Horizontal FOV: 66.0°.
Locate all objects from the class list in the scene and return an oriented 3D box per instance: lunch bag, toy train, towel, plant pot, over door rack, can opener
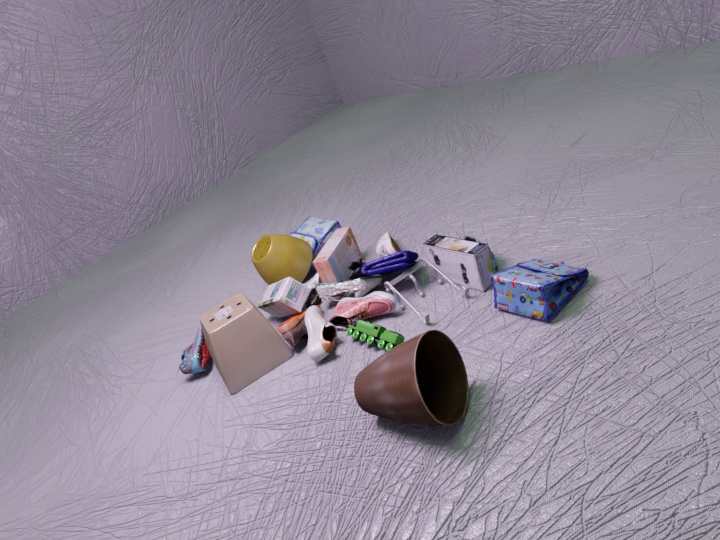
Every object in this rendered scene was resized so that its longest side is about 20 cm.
[{"bbox_3d":[-0.170,-0.090,1.974,0.170,0.128,0.200,16,59,48],"label":"lunch bag"},{"bbox_3d":[0.440,0.028,1.340,0.199,0.095,0.150,-26,23,-32],"label":"lunch bag"},{"bbox_3d":[0.035,0.165,1.417,0.200,0.042,0.057,14,80,50],"label":"toy train"},{"bbox_3d":[0.091,-0.015,1.619,0.147,0.050,0.200,-20,-5,14],"label":"towel"},{"bbox_3d":[0.089,0.237,1.146,0.199,0.187,0.187,-21,23,37],"label":"plant pot"},{"bbox_3d":[-0.280,-0.044,1.853,0.199,0.142,0.201,-24,50,32],"label":"plant pot"},{"bbox_3d":[-0.335,0.183,1.543,0.199,0.178,0.200,-31,28,-16],"label":"plant pot"},{"bbox_3d":[0.177,0.058,1.500,0.147,0.067,0.200,-33,40,-15],"label":"over door rack"},{"bbox_3d":[0.000,0.000,1.669,0.079,0.063,0.200,-62,-5,0],"label":"can opener"}]

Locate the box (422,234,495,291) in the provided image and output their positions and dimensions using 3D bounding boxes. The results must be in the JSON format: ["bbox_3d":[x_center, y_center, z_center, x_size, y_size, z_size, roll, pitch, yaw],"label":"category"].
[{"bbox_3d":[0.268,-0.023,1.512,0.060,0.117,0.200,-34,27,-25],"label":"box"}]

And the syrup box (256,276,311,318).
[{"bbox_3d":[-0.230,0.083,1.652,0.200,0.081,0.079,-20,43,61],"label":"syrup box"}]

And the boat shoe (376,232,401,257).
[{"bbox_3d":[0.086,-0.068,1.785,0.069,0.071,0.200,-36,11,5],"label":"boat shoe"}]

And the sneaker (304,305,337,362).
[{"bbox_3d":[-0.099,0.158,1.507,0.085,0.073,0.200,-35,35,16],"label":"sneaker"}]

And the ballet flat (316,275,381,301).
[{"bbox_3d":[-0.032,0.057,1.652,0.199,0.072,0.072,-8,29,9],"label":"ballet flat"}]

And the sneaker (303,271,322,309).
[{"bbox_3d":[-0.149,0.047,1.753,0.086,0.078,0.200,-5,32,38],"label":"sneaker"}]

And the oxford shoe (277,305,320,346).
[{"bbox_3d":[-0.165,0.157,1.589,0.071,0.073,0.200,-26,4,32],"label":"oxford shoe"}]

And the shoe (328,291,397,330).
[{"bbox_3d":[0.003,0.117,1.520,0.199,0.072,0.091,-9,31,37],"label":"shoe"}]

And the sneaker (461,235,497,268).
[{"bbox_3d":[0.305,-0.063,1.571,0.079,0.096,0.200,-35,29,-22],"label":"sneaker"}]

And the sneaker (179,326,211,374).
[{"bbox_3d":[-0.497,0.236,1.666,0.095,0.080,0.200,-24,24,8],"label":"sneaker"}]

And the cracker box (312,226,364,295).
[{"bbox_3d":[-0.066,-0.030,1.760,0.057,0.134,0.200,-8,30,28],"label":"cracker box"}]
